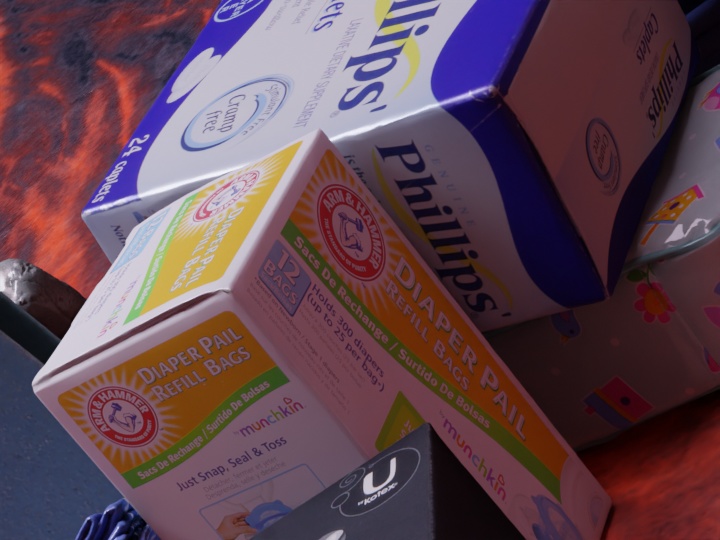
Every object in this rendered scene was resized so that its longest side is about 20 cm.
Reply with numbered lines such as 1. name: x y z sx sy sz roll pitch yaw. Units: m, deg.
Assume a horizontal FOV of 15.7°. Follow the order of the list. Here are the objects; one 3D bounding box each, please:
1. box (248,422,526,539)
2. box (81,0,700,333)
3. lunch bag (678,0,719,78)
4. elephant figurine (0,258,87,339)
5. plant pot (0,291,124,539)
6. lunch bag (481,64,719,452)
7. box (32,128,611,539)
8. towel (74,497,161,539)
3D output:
1. box: 0.018 0.161 0.838 0.106 0.122 0.200 -34 20 15
2. box: 0.017 -0.057 1.074 0.199 0.105 0.184 -15 29 29
3. lunch bag: 0.124 -0.119 1.216 0.200 0.136 0.132 -32 18 -10
4. elephant figurine: -0.239 0.073 1.468 0.199 0.155 0.142 -17 50 29
5. plant pot: -0.192 0.126 1.221 0.200 0.196 0.196 -50 20 -1
6. lunch bag: 0.110 -0.002 1.102 0.200 0.077 0.161 -27 21 31
7. box: -0.010 0.066 0.981 0.101 0.200 0.113 -26 23 33
8. towel: -0.102 0.154 1.039 0.145 0.024 0.200 -62 -10 3
